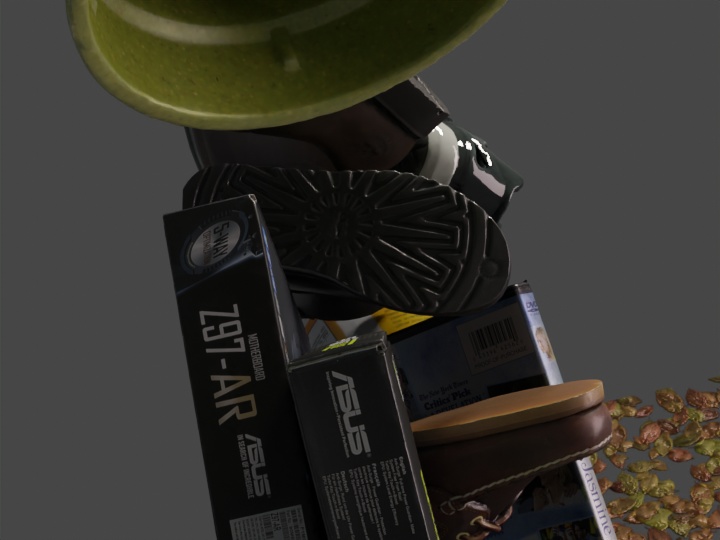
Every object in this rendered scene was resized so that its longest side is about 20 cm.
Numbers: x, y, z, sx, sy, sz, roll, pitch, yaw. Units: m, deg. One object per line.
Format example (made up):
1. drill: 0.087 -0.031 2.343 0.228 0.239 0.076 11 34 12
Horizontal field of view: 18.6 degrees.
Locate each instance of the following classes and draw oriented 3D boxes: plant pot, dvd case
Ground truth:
1. plant pot: -0.046 -0.190 0.864 0.200 0.200 0.184 74 -8 -59
2. dvd case: 0.058 0.122 1.116 0.018 0.143 0.200 -9 79 -54

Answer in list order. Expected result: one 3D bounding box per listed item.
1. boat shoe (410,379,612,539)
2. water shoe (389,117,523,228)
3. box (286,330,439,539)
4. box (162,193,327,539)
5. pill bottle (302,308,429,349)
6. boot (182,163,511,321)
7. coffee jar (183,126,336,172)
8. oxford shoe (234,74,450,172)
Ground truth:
1. boat shoe: 0.041 0.103 1.073 0.070 0.200 0.070 -16 89 -52
2. water shoe: 0.025 -0.059 1.216 0.072 0.079 0.200 -62 -158 8
3. box: 0.015 0.127 0.941 0.193 0.047 0.200 116 -39 -88
4. box: -0.039 0.090 0.984 0.160 0.044 0.200 73 4 -62
5. pill bottle: 0.025 0.061 1.270 0.200 0.111 0.111 -125 -162 -53
6. boot: -0.001 0.000 1.137 0.200 0.165 0.066 72 34 -76
7. coffee jar: -0.060 -0.129 1.237 0.200 0.085 0.104 -99 177 -56
8. oxford shoe: -0.052 -0.108 1.064 0.200 0.084 0.073 40 12 -23
